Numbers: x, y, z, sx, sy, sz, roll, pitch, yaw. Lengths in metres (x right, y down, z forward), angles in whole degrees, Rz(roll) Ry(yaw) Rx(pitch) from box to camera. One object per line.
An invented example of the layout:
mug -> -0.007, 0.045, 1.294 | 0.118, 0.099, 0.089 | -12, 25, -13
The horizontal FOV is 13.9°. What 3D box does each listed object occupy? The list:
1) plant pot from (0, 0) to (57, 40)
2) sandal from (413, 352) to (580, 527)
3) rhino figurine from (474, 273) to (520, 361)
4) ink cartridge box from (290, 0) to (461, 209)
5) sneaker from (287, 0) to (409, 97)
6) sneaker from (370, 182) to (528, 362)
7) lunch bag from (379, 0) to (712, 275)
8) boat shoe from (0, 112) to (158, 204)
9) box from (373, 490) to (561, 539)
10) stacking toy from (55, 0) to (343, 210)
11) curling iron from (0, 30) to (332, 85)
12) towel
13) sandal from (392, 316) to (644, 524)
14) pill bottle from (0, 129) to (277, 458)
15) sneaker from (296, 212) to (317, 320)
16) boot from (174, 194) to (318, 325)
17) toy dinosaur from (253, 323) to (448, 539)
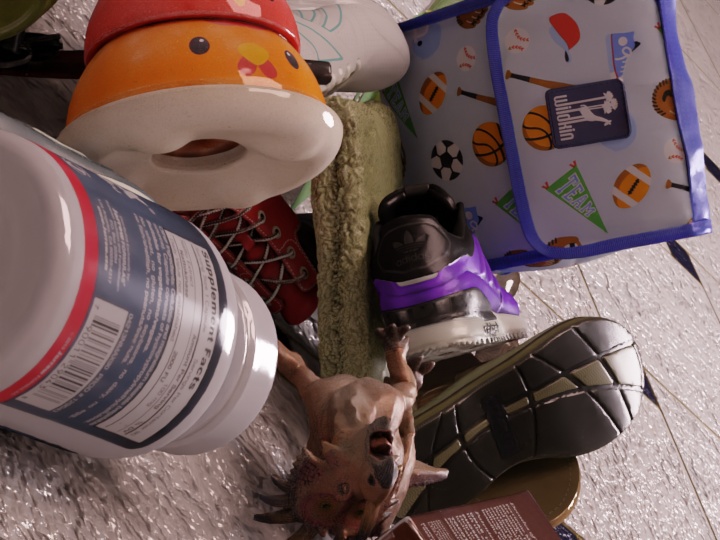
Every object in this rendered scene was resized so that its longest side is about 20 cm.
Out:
plant pot -> -0.194, -0.215, 1.549 | 0.187, 0.187, 0.200 | 44, 32, -29
sandal -> 0.075, 0.121, 1.761 | 0.212, 0.078, 0.070 | -127, -153, -55
rhino figurine -> 0.078, 0.003, 2.000 | 0.087, 0.060, 0.200 | 39, 36, -83
ink cartridge box -> 0.023, -0.103, 1.934 | 0.048, 0.146, 0.200 | 31, 16, 1
sneaker -> -0.041, -0.118, 1.685 | 0.200, 0.070, 0.080 | 8, 47, -48
sneaker -> 0.046, -0.001, 1.674 | 0.200, 0.070, 0.100 | 9, 66, -83
lunch bag -> 0.112, -0.086, 1.756 | 0.124, 0.200, 0.170 | -11, 91, -47
boat shoe -> -0.159, -0.046, 1.435 | 0.200, 0.073, 0.062 | 28, 33, -46
box -> 0.037, 0.169, 1.483 | 0.075, 0.100, 0.200 | 57, 16, 13
stacking toy -> -0.090, -0.140, 1.511 | 0.146, 0.146, 0.200 | 25, 54, -59
curling iron -> -0.112, -0.108, 1.573 | 0.200, 0.026, 0.050 | 5, -2, -17
towel -> 0.000, 0.000, 1.702 | 0.148, 0.036, 0.200 | -7, 94, -79
sandal -> 0.078, 0.079, 1.693 | 0.057, 0.201, 0.080 | 19, -54, 57
pill bottle -> -0.124, 0.019, 1.305 | 0.200, 0.120, 0.120 | 28, 30, -58
sneaker -> 0.009, -0.013, 1.836 | 0.078, 0.079, 0.200 | 59, 18, 14
boot -> -0.076, -0.029, 1.647 | 0.144, 0.072, 0.200 | 57, 14, 1
toy dinosaur -> -0.004, 0.104, 1.537 | 0.200, 0.086, 0.136 | 60, 23, -61
